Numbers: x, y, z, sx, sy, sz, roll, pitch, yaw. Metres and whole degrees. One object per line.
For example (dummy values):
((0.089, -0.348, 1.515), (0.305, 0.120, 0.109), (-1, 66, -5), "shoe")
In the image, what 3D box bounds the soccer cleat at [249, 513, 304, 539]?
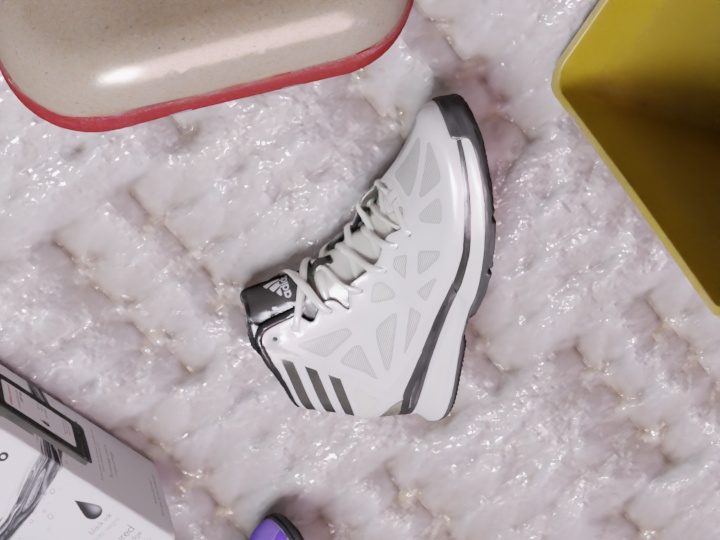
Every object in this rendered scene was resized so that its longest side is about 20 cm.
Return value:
((-0.059, 0.224, 1.646), (0.073, 0.068, 0.200), (-16, 133, -24), "soccer cleat")

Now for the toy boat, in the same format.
((-0.075, -0.125, 1.379), (0.200, 0.131, 0.131), (-14, 156, -6), "toy boat")

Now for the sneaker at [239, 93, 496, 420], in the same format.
((0.000, 0.000, 1.500), (0.115, 0.076, 0.201), (-3, 128, -16), "sneaker")

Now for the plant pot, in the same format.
((0.249, -0.094, 1.439), (0.176, 0.200, 0.200), (14, 121, -37), "plant pot")

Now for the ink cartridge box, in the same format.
((-0.210, 0.111, 1.528), (0.116, 0.068, 0.200), (-43, 124, 16), "ink cartridge box")
